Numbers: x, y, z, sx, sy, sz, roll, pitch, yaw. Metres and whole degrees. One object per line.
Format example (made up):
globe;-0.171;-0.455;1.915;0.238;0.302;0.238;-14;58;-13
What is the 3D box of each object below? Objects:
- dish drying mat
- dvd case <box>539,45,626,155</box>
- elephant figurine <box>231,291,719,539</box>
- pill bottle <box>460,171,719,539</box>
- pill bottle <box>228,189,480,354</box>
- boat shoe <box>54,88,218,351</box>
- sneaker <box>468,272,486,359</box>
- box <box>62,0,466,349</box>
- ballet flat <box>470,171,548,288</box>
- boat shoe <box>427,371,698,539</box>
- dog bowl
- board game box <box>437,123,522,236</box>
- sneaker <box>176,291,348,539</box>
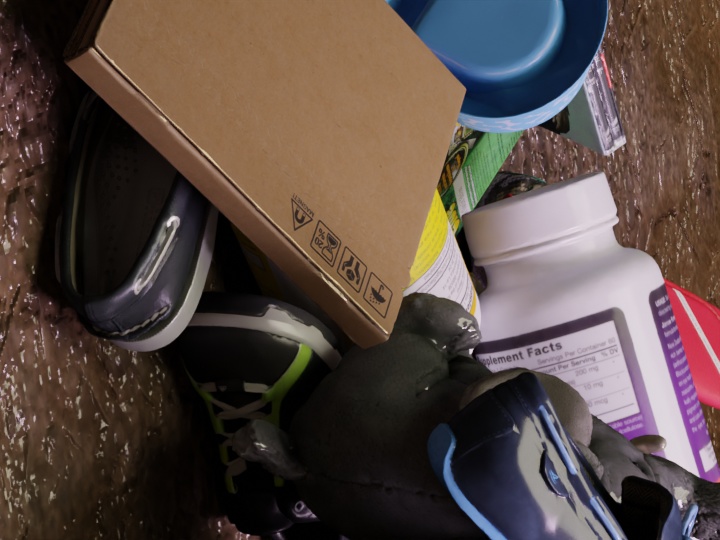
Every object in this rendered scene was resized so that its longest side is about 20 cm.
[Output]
dish drying mat;0.160;0.022;1.510;0.199;0.018;0.077;27;53;-36
dvd case;0.080;-0.172;1.421;0.022;0.146;0.201;-33;126;-21
elephant figurine;0.075;0.098;1.143;0.155;0.199;0.142;-50;141;-20
pill bottle;0.121;0.054;1.325;0.111;0.111;0.201;-22;96;-64
pill bottle;0.000;0.000;1.254;0.105;0.104;0.201;-67;146;-43
boat shoe;-0.090;-0.067;1.096;0.060;0.075;0.202;43;48;-64
sneaker;0.046;0.077;1.385;0.091;0.074;0.201;-77;151;-42
box;-0.035;-0.088;1.102;0.200;0.021;0.164;44;44;-28
ballet flat;0.100;0.037;1.516;0.072;0.072;0.202;9;80;-65
boat shoe;0.115;0.122;1.060;0.200;0.069;0.084;43;6;-33
dog bowl;0.034;-0.142;1.256;0.112;0.199;0.050;-57;163;-11
board game box;0.057;-0.081;1.364;0.105;0.023;0.200;-59;166;-12
sneaker;-0.038;0.088;1.201;0.200;0.071;0.083;58;39;-47
